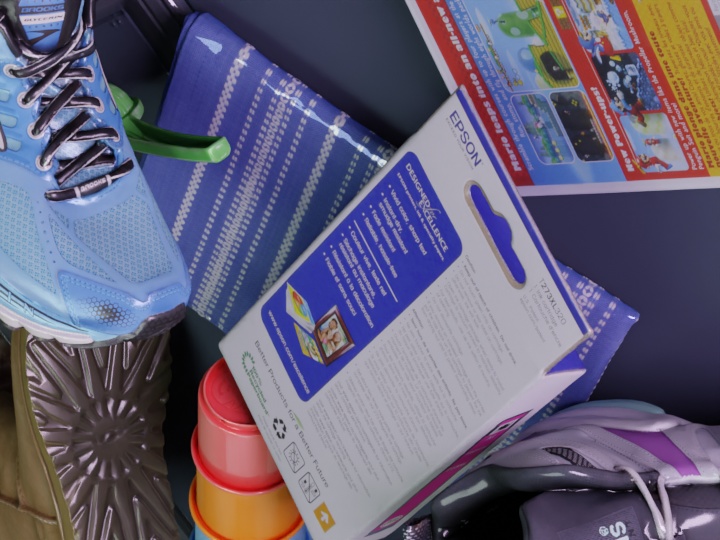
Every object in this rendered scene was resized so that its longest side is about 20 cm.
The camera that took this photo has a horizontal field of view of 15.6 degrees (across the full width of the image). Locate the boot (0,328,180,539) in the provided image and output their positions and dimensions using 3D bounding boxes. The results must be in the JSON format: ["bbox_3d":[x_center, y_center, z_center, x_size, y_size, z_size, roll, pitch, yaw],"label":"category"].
[{"bbox_3d":[-0.159,0.062,1.157,0.200,0.066,0.175,11,107,55],"label":"boot"}]

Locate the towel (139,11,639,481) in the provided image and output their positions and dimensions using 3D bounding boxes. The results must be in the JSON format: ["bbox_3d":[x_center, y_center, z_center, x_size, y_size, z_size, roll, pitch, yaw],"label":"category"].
[{"bbox_3d":[0.000,0.000,0.990,0.200,0.024,0.145,35,141,9],"label":"towel"}]

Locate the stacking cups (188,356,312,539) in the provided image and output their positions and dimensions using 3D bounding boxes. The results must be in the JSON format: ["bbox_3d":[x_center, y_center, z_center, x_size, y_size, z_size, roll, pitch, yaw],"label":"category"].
[{"bbox_3d":[-0.050,0.106,1.091,0.060,0.061,0.200,27,147,21],"label":"stacking cups"}]

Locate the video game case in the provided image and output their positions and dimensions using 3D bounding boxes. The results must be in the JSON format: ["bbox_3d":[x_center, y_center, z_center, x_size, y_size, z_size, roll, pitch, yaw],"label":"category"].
[{"bbox_3d":[0.093,-0.088,0.808,0.200,0.017,0.143,-1,126,44],"label":"video game case"}]

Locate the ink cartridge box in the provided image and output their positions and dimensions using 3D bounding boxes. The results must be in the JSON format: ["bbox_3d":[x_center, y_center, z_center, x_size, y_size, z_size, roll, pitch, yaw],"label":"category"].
[{"bbox_3d":[0.019,0.021,0.921,0.095,0.037,0.200,63,146,14],"label":"ink cartridge box"}]

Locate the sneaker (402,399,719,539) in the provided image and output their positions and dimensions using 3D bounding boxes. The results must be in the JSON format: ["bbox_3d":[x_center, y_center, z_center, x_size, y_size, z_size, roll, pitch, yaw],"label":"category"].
[{"bbox_3d":[0.105,0.090,0.855,0.200,0.140,0.078,-6,97,39],"label":"sneaker"}]

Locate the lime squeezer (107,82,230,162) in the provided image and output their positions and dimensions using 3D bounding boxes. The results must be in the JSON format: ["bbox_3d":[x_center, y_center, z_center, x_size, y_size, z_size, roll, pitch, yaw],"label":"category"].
[{"bbox_3d":[-0.109,-0.077,0.990,0.200,0.038,0.071,41,137,31],"label":"lime squeezer"}]

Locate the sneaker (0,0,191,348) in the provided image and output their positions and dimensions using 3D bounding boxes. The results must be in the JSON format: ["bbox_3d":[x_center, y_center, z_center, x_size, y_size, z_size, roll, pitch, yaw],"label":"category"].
[{"bbox_3d":[-0.122,-0.062,0.920,0.200,0.078,0.090,56,139,12],"label":"sneaker"}]
